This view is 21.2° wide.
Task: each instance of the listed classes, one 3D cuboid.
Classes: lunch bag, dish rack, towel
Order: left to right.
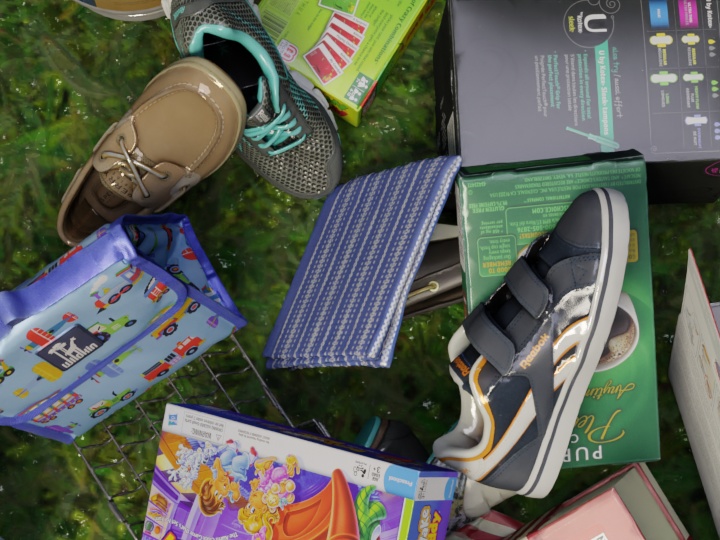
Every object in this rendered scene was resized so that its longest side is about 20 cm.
[{"bbox_3d":[-0.180,0.027,1.194,0.150,0.200,0.094,-34,77,8],"label":"lunch bag"},{"bbox_3d":[-0.132,0.088,1.307,0.153,0.055,0.200,-36,78,6],"label":"dish rack"},{"bbox_3d":[0.000,0.000,1.271,0.024,0.200,0.145,25,77,-20],"label":"towel"}]

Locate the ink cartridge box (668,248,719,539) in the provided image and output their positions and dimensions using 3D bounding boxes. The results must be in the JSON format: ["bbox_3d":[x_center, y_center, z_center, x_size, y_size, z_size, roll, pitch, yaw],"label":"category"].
[{"bbox_3d":[0.248,0.107,1.236,0.043,0.174,0.200,-10,58,-3],"label":"ink cartridge box"}]

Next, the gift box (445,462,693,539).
[{"bbox_3d":[0.133,0.235,1.238,0.200,0.187,0.185,-28,83,13],"label":"gift box"}]

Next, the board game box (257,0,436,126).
[{"bbox_3d":[0.007,-0.216,1.381,0.102,0.048,0.200,31,81,3],"label":"board game box"}]

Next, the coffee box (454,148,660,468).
[{"bbox_3d":[0.125,0.028,1.232,0.123,0.044,0.200,-7,102,-3],"label":"coffee box"}]

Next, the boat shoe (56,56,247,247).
[{"bbox_3d":[-0.140,-0.070,1.275,0.071,0.200,0.065,43,51,-4],"label":"boat shoe"}]

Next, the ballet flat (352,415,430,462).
[{"bbox_3d":[-0.015,0.193,1.299,0.068,0.068,0.200,38,81,-8],"label":"ballet flat"}]

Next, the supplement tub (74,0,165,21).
[{"bbox_3d":[-0.162,-0.258,1.307,0.144,0.200,0.145,0,79,-1],"label":"supplement tub"}]

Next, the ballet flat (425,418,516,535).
[{"bbox_3d":[0.098,0.110,1.301,0.072,0.072,0.200,31,73,4],"label":"ballet flat"}]

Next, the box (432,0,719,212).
[{"bbox_3d":[0.156,-0.114,1.315,0.200,0.149,0.124,-3,81,-3],"label":"box"}]

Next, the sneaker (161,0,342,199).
[{"bbox_3d":[-0.073,-0.113,1.293,0.078,0.091,0.200,-28,124,11],"label":"sneaker"}]

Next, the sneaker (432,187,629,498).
[{"bbox_3d":[0.102,0.041,1.170,0.079,0.078,0.200,13,103,-12],"label":"sneaker"}]

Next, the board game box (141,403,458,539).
[{"bbox_3d":[-0.045,0.168,1.196,0.200,0.045,0.135,11,91,35],"label":"board game box"}]

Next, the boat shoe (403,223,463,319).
[{"bbox_3d":[0.102,-0.007,1.336,0.201,0.072,0.061,-10,79,5],"label":"boat shoe"}]

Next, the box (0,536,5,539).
[{"bbox_3d":[-0.288,0.197,1.220,0.101,0.200,0.113,35,81,5],"label":"box"}]
